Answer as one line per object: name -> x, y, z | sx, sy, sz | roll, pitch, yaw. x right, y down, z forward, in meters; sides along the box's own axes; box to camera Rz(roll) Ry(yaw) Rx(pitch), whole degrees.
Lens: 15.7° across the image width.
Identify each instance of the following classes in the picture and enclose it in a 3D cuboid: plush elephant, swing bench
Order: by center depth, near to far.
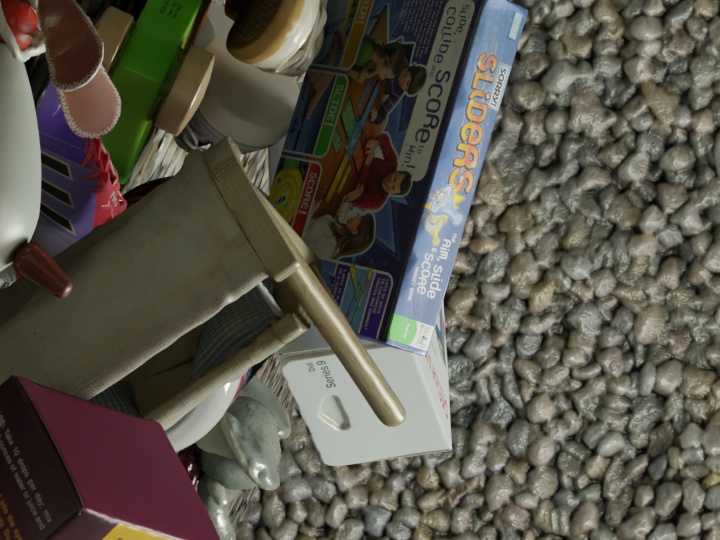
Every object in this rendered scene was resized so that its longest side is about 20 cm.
swing bench -> -0.111, 0.045, 1.338 | 0.199, 0.130, 0.200 | -32, 147, 2
plush elephant -> -0.129, 0.135, 1.939 | 0.165, 0.155, 0.200 | -51, 165, -71

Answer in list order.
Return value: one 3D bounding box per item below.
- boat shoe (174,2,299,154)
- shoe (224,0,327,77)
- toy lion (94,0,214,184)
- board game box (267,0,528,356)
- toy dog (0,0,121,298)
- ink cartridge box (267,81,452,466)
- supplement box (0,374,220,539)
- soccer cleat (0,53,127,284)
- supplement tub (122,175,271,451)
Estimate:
boat shoe -> -0.087, -0.104, 1.582 | 0.069, 0.072, 0.200 | -62, -157, 17
shoe -> -0.039, -0.148, 1.459 | 0.070, 0.053, 0.200 | -62, -168, 10
toy lion -> -0.109, -0.128, 1.450 | 0.192, 0.069, 0.200 | 121, -8, -57
board game box -> 0.010, -0.062, 1.468 | 0.034, 0.135, 0.200 | 19, 87, -41
toy dog -> -0.144, -0.067, 1.168 | 0.132, 0.096, 0.200 | -32, 146, -81
ink cartridge box -> 0.000, 0.000, 1.615 | 0.145, 0.087, 0.200 | 67, 18, -55
supplement box -> -0.178, 0.153, 1.229 | 0.200, 0.086, 0.110 | -43, 144, 16
soccer cleat -> -0.149, -0.043, 1.355 | 0.200, 0.073, 0.068 | 106, 9, -60
supplement tub -> -0.118, 0.021, 1.606 | 0.200, 0.140, 0.141 | -52, 166, -70
